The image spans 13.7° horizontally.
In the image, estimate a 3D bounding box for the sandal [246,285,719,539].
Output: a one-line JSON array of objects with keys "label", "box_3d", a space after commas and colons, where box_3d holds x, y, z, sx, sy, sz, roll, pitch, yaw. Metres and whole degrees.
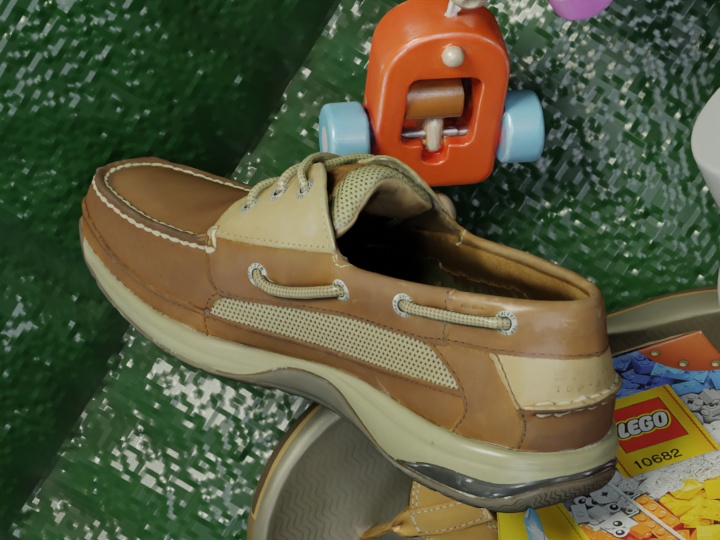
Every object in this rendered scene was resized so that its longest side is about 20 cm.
[{"label": "sandal", "box_3d": [0.056, 0.060, 0.967, 0.199, 0.054, 0.081, -18, 109, 5]}]

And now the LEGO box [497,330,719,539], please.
[{"label": "LEGO box", "box_3d": [0.106, 0.147, 0.918, 0.077, 0.149, 0.201, -15, 125, -15]}]

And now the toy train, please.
[{"label": "toy train", "box_3d": [0.083, -0.089, 0.922, 0.199, 0.056, 0.151, -7, 134, -8]}]

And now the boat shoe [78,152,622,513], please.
[{"label": "boat shoe", "box_3d": [0.000, 0.000, 0.893, 0.199, 0.075, 0.074, 25, 120, 33]}]

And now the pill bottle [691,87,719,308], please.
[{"label": "pill bottle", "box_3d": [0.178, 0.026, 0.915, 0.112, 0.112, 0.201, -25, 115, 8]}]
